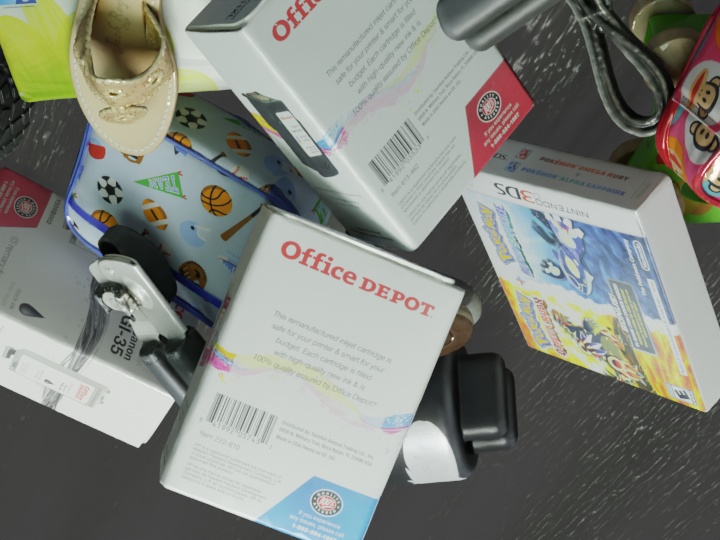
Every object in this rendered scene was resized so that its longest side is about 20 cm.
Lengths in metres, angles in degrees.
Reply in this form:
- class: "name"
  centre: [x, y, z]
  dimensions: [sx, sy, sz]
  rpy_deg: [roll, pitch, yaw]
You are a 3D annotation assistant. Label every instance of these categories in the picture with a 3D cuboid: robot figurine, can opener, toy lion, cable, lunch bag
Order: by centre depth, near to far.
- class: "can opener"
  centre: [0.129, -0.214, 0.857]
  dimensions: [0.199, 0.067, 0.053]
  rpy_deg: [-31, 155, 31]
- class: "lunch bag"
  centre: [0.299, -0.122, 0.878]
  dimensions: [0.175, 0.082, 0.201]
  rpy_deg: [14, 115, -27]
- class: "cable"
  centre: [0.143, -0.180, 0.899]
  dimensions: [0.097, 0.050, 0.201]
  rpy_deg: [-9, 96, 25]
- class: "toy lion"
  centre: [0.280, -0.118, 0.975]
  dimensions: [0.190, 0.069, 0.201]
  rpy_deg: [0, 131, -1]
- class: "can opener"
  centre: [-0.132, 0.054, 1.050]
  dimensions: [0.052, 0.067, 0.201]
  rpy_deg: [-5, 127, 40]
- class: "lunch bag"
  centre: [-0.124, -0.041, 1.063]
  dimensions: [0.199, 0.076, 0.161]
  rpy_deg: [34, 128, 7]
- class: "robot figurine"
  centre: [0.029, 0.117, 1.176]
  dimensions: [0.199, 0.125, 0.151]
  rpy_deg: [-7, 119, 16]

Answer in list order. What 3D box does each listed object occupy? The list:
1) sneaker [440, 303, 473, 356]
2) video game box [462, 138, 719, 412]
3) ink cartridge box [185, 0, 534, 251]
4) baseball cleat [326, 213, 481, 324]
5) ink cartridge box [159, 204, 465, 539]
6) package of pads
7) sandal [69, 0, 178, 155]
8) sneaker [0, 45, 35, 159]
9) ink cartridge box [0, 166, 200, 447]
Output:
- class: "sneaker"
  centre: [-0.007, 0.072, 1.051]
  dimensions: [0.199, 0.076, 0.071]
  rpy_deg: [-6, 150, -9]
- class: "video game box"
  centre: [0.171, -0.001, 1.035]
  dimensions: [0.182, 0.047, 0.201]
  rpy_deg: [22, 148, 48]
- class: "ink cartridge box"
  centre: [0.004, -0.137, 0.936]
  dimensions: [0.200, 0.146, 0.083]
  rpy_deg: [51, 160, -29]
- class: "baseball cleat"
  centre: [0.000, 0.000, 1.112]
  dimensions: [0.198, 0.070, 0.107]
  rpy_deg: [5, 132, 4]
- class: "ink cartridge box"
  centre: [-0.035, 0.071, 0.963]
  dimensions: [0.144, 0.085, 0.201]
  rpy_deg: [22, 94, -10]
- class: "package of pads"
  centre: [-0.162, -0.196, 0.970]
  dimensions: [0.199, 0.068, 0.155]
  rpy_deg: [-3, 130, 12]
- class: "sandal"
  centre: [-0.160, -0.150, 0.914]
  dimensions: [0.077, 0.070, 0.213]
  rpy_deg: [13, 127, 0]
- class: "sneaker"
  centre: [-0.303, -0.174, 1.026]
  dimensions: [0.087, 0.076, 0.201]
  rpy_deg: [14, 134, 24]
- class: "ink cartridge box"
  centre: [-0.232, 0.029, 1.125]
  dimensions: [0.199, 0.147, 0.083]
  rpy_deg: [27, 133, -15]
